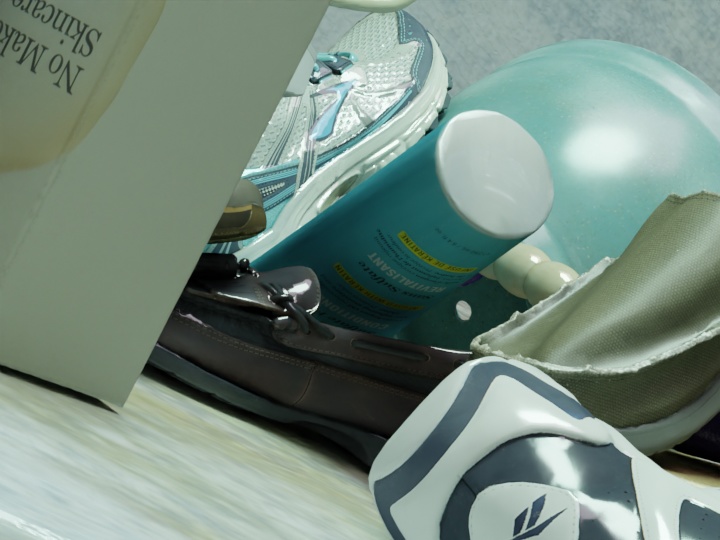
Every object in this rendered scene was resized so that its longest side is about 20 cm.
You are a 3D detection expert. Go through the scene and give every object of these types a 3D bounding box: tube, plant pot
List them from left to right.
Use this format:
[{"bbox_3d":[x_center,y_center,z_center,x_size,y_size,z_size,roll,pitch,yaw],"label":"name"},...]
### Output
[{"bbox_3d":[0.000,0.000,1.008,0.077,0.050,0.200,31,-34,-16],"label":"tube"},{"bbox_3d":[0.074,0.007,1.163,0.200,0.201,0.134,30,31,30],"label":"plant pot"}]

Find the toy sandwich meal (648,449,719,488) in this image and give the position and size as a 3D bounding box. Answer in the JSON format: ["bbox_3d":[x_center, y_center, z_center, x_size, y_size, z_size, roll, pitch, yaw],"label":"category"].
[{"bbox_3d":[0.119,0.106,0.896,0.205,0.070,0.205,17,1,0],"label":"toy sandwich meal"}]

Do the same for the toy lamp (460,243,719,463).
[{"bbox_3d":[0.093,0.020,0.994,0.058,0.058,0.200,24,4,-45],"label":"toy lamp"}]

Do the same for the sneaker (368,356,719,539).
[{"bbox_3d":[0.102,0.106,0.672,0.199,0.079,0.130,40,7,-39],"label":"sneaker"}]

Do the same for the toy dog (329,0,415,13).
[{"bbox_3d":[-0.086,-0.143,1.027,0.194,0.140,0.200,-13,-1,-27],"label":"toy dog"}]

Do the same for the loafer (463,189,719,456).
[{"bbox_3d":[0.104,0.006,0.877,0.075,0.070,0.200,16,28,40],"label":"loafer"}]

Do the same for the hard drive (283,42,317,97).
[{"bbox_3d":[-0.130,-0.102,0.978,0.200,0.027,0.132,1,-25,43],"label":"hard drive"}]

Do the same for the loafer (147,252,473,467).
[{"bbox_3d":[-0.020,0.025,0.968,0.200,0.063,0.072,26,4,-25],"label":"loafer"}]

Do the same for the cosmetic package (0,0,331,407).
[{"bbox_3d":[-0.080,-0.073,0.811,0.103,0.200,0.073,29,3,43],"label":"cosmetic package"}]

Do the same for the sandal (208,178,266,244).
[{"bbox_3d":[-0.129,-0.044,0.914,0.200,0.055,0.082,6,0,-7],"label":"sandal"}]

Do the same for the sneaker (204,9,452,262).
[{"bbox_3d":[-0.030,-0.066,1.129,0.078,0.200,0.086,-14,-61,41],"label":"sneaker"}]
